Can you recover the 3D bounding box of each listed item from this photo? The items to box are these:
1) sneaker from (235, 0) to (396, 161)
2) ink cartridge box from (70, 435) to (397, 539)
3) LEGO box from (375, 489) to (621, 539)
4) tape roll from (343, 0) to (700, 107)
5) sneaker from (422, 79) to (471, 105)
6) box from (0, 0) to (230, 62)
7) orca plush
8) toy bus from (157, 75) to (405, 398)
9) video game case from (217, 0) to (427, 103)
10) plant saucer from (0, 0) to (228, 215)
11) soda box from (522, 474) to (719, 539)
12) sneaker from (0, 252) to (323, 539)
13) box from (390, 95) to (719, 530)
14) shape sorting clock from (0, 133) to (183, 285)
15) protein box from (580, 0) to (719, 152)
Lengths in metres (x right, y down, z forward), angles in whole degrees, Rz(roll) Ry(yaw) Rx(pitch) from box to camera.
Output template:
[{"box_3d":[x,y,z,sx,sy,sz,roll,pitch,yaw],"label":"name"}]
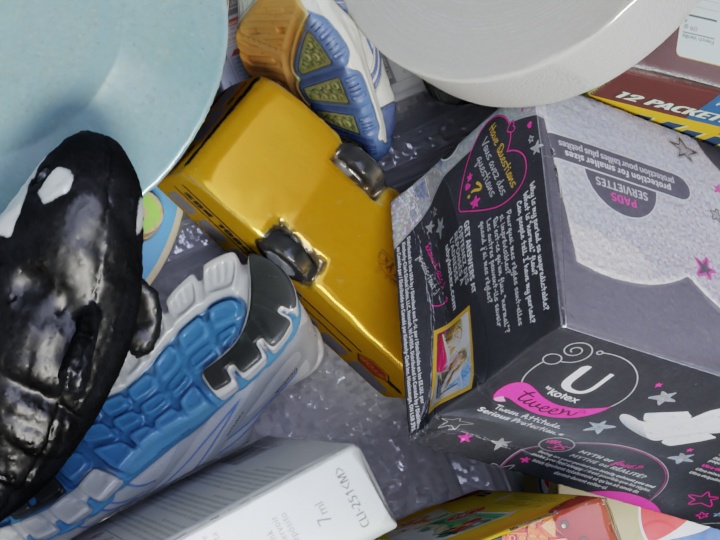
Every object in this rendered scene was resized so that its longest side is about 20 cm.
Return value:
[{"box_3d":[-0.018,-0.141,1.056,0.088,0.075,0.201,-49,131,-31],"label":"sneaker"},{"box_3d":[-0.088,0.128,0.999,0.173,0.200,0.044,-27,93,-12],"label":"ink cartridge box"},{"box_3d":[0.026,0.158,1.022,0.148,0.200,0.078,-19,90,-12],"label":"LEGO box"},{"box_3d":[0.075,-0.169,0.971,0.037,0.202,0.204,24,79,-49],"label":"tape roll"},{"box_3d":[0.034,-0.165,1.096,0.070,0.098,0.201,-10,65,-10],"label":"sneaker"},{"box_3d":[-0.149,-0.195,1.027,0.197,0.050,0.201,0,98,-31],"label":"box"},{"box_3d":[-0.143,0.039,0.983,0.105,0.071,0.200,36,88,-21],"label":"orca plush"},{"box_3d":[0.000,0.000,1.080,0.200,0.078,0.065,43,73,-15],"label":"toy bus"},{"box_3d":[-0.028,-0.172,1.127,0.143,0.018,0.201,-23,91,-12],"label":"video game case"},{"box_3d":[-0.155,-0.095,0.990,0.200,0.039,0.202,-16,130,-20],"label":"plant saucer"},{"box_3d":[0.182,0.118,1.129,0.199,0.064,0.068,2,85,-12],"label":"soda box"},{"box_3d":[-0.098,0.077,1.069,0.199,0.087,0.075,-33,59,7],"label":"sneaker"},{"box_3d":[0.128,0.018,1.020,0.199,0.115,0.133,18,52,-31],"label":"box"},{"box_3d":[-0.173,-0.057,1.061,0.199,0.039,0.201,5,76,-21],"label":"shape sorting clock"},{"box_3d":[0.165,-0.150,1.067,0.134,0.199,0.201,12,78,-11],"label":"protein box"}]
